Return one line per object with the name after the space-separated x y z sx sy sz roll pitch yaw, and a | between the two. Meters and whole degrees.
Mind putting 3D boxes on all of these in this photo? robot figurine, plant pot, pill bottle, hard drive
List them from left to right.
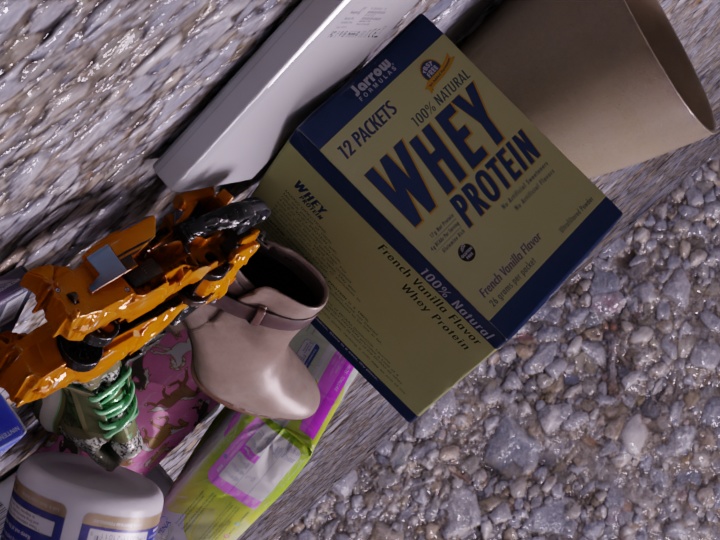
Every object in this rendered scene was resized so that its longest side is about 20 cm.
-0.228 0.250 1.564 0.116 0.115 0.202 -7 114 -73 | pill bottle
-0.142 0.008 1.300 0.200 0.058 0.145 -31 165 -48 | robot figurine
-0.036 -0.131 1.299 0.200 0.027 0.132 -46 170 19 | hard drive
0.147 -0.141 1.609 0.199 0.188 0.187 -30 174 17 | plant pot

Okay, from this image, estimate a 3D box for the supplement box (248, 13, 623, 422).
0.039 -0.032 1.432 0.134 0.200 0.200 -45 178 -27 | supplement box

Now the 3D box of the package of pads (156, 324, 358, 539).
-0.081 0.136 1.660 0.200 0.068 0.155 -50 -174 41 | package of pads

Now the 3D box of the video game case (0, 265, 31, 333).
-0.293 0.082 1.241 0.200 0.019 0.143 -33 167 -39 | video game case

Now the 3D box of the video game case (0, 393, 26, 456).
-0.331 0.166 1.305 0.181 0.046 0.200 -39 176 32 | video game case

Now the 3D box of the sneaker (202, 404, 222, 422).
-0.137 0.092 1.761 0.090 0.067 0.200 -42 173 -12 | sneaker

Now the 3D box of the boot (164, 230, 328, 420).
-0.071 0.037 1.463 0.146 0.199 0.071 -25 -138 47 | boot

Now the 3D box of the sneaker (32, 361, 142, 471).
-0.184 0.092 1.506 0.077 0.089 0.200 -38 170 -21 | sneaker

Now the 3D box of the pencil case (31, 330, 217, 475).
-0.175 0.115 1.642 0.200 0.087 0.083 -44 159 12 | pencil case

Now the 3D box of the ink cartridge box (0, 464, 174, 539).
-0.248 0.235 1.711 0.200 0.146 0.083 -36 170 -28 | ink cartridge box
